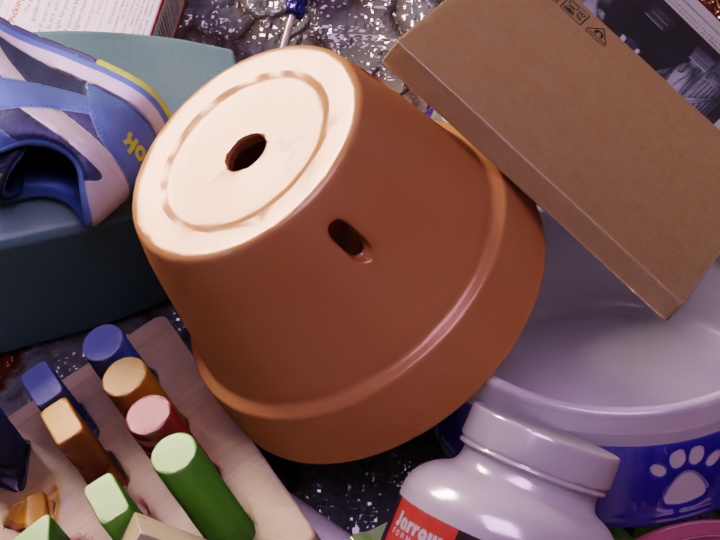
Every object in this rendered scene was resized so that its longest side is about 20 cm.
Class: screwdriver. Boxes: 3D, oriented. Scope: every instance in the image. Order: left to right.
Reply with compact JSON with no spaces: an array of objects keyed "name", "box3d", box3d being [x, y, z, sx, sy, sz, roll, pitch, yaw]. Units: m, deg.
[{"name":"screwdriver","box3d":[-0.043,-0.142,1.430,0.029,0.028,0.200,-6,59,32]}]

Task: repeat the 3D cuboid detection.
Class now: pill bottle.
[{"name":"pill bottle","box3d":[0.054,0.170,1.131,0.112,0.112,0.200,21,92,12]}]

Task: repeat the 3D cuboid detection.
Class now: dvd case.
[{"name":"dvd case","box3d":[0.137,-0.113,1.330,0.150,0.025,0.200,45,47,4]}]

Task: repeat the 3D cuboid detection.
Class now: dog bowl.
[{"name":"dog bowl","box3d":[0.135,0.046,1.256,0.200,0.079,0.200,-2,34,1]}]

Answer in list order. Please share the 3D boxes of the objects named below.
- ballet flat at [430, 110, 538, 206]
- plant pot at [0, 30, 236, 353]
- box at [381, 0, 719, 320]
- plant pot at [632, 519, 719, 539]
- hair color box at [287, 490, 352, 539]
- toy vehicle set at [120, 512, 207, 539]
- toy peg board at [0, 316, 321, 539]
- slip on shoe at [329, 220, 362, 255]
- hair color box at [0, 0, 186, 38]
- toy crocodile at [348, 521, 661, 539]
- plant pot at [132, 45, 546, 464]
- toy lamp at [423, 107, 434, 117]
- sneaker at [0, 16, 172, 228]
[{"name":"ballet flat","box3d":[0.126,-0.051,1.356,0.200,0.064,0.067,16,36,-17]},{"name":"plant pot","box3d":[-0.160,-0.051,1.335,0.200,0.141,0.141,-10,65,-6]},{"name":"box","box3d":[0.120,-0.079,1.247,0.200,0.021,0.163,43,37,2]},{"name":"plant pot","box3d":[0.198,0.211,1.141,0.200,0.179,0.200,5,71,-13]},{"name":"hair color box","box3d":[-0.016,0.199,1.250,0.200,0.061,0.102,33,70,18]},{"name":"toy vehicle set","box3d":[-0.100,0.232,1.172,0.124,0.027,0.200,23,102,-18]},{"name":"toy peg board","box3d":[-0.158,0.118,1.229,0.200,0.098,0.199,-34,48,-5]},{"name":"slip on shoe","box3d":[0.000,0.000,1.333,0.061,0.074,0.200,-30,60,15]},{"name":"hair color box","box3d":[-0.213,-0.168,1.432,0.200,0.064,0.111,13,67,8]},{"name":"toy crocodile","box3d":[0.086,0.136,1.247,0.200,0.062,0.068,-7,38,-27]},{"name":"plant pot","box3d":[-0.024,-0.021,1.203,0.200,0.140,0.200,-22,43,22]},{"name":"toy lamp","box3d":[0.099,-0.158,1.415,0.058,0.058,0.200,24,68,14]},{"name":"sneaker","box3d":[-0.202,-0.087,1.236,0.200,0.074,0.082,21,65,6]}]
